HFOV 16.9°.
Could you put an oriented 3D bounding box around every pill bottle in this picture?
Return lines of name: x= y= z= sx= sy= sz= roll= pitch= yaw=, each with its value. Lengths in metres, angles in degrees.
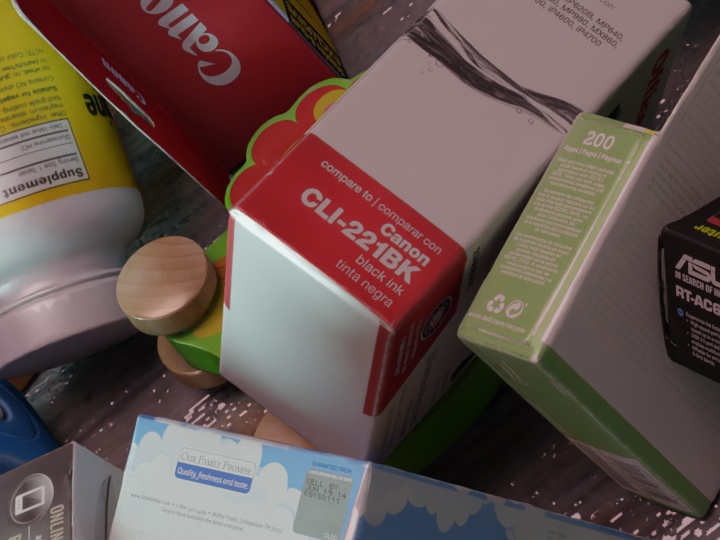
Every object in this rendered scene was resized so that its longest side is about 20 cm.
pill bottle: x=-0.173 y=-0.055 z=1.188 sx=0.112 sy=0.112 sz=0.201 roll=-24 pitch=82 yaw=22

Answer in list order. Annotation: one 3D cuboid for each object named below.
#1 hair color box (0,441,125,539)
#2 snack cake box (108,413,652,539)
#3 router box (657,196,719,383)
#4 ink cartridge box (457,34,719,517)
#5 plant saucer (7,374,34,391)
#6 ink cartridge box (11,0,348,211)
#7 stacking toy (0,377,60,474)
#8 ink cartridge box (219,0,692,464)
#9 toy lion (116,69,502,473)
hair color box: x=-0.071 y=0.162 z=0.952 sx=0.064 sy=0.200 sz=0.111 roll=-24 pitch=49 yaw=24
snack cake box: x=0.014 y=0.111 z=0.920 sx=0.115 sy=0.200 sz=0.067 roll=7 pitch=81 yaw=39
router box: x=0.230 y=0.011 z=0.879 sx=0.150 sy=0.062 sz=0.200 roll=-27 pitch=36 yaw=-31
ink cartridge box: x=0.136 y=-0.021 z=0.959 sx=0.048 sy=0.145 sz=0.200 roll=18 pitch=73 yaw=44
plant saucer: x=-0.236 y=0.009 z=1.290 sx=0.200 sy=0.037 sz=0.201 roll=-18 pitch=53 yaw=25
ink cartridge box: x=-0.096 y=-0.145 z=1.173 sx=0.084 sy=0.200 sz=0.176 roll=-34 pitch=47 yaw=12
stacking toy: x=-0.235 y=0.140 z=1.174 sx=0.200 sy=0.116 sz=0.110 roll=-55 pitch=48 yaw=13
ink cartridge box: x=0.037 y=-0.032 z=0.994 sx=0.084 sy=0.144 sz=0.200 roll=36 pitch=64 yaw=14
toy lion: x=0.000 y=0.000 z=1.108 sx=0.192 sy=0.069 sz=0.200 roll=-40 pitch=49 yaw=-6
